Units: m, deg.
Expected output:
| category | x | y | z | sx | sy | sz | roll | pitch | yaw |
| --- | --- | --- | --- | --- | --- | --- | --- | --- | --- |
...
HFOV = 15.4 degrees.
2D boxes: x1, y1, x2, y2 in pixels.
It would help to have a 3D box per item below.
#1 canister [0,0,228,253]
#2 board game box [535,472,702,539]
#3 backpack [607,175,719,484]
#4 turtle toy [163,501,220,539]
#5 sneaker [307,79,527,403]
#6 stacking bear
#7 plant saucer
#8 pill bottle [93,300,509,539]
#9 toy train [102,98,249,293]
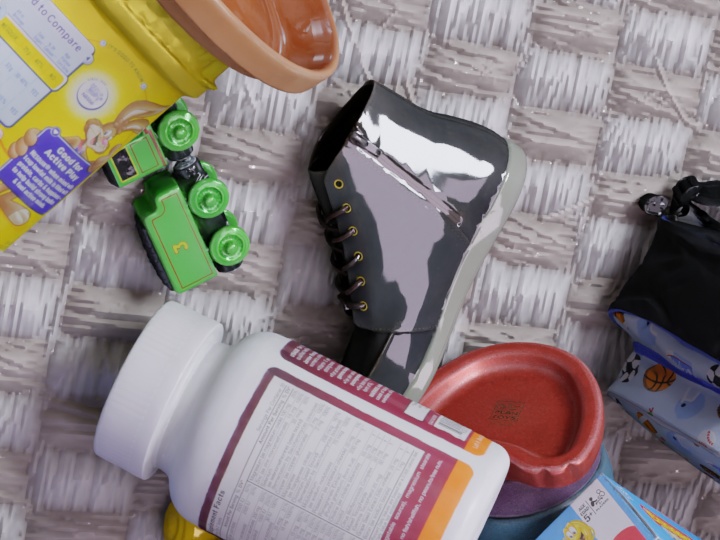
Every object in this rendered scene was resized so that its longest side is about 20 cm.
| category | x | y | z | sx | sy | sz | roll | pitch | yaw |
| --- | --- | --- | --- | --- | --- | --- | --- | --- | --- |
| canister | -0.184 | -0.092 | 1.292 | 0.200 | 0.087 | 0.149 | -40 | 116 | 6 |
| board game box | 0.128 | 0.230 | 1.490 | 0.200 | 0.056 | 0.196 | -46 | 139 | 8 |
| backpack | 0.252 | 0.063 | 1.532 | 0.190 | 0.200 | 0.155 | 24 | 98 | -37 |
| turtle toy | -0.044 | 0.215 | 1.469 | 0.145 | 0.101 | 0.201 | 10 | 100 | -29 |
| sneaker | 0.000 | 0.000 | 1.454 | 0.106 | 0.075 | 0.201 | 25 | 91 | -20 |
| stacking bear | 0.095 | 0.152 | 1.521 | 0.114 | 0.121 | 0.201 | -60 | 146 | -48 |
| plant saucer | -0.082 | -0.170 | 1.292 | 0.032 | 0.201 | 0.200 | -33 | 121 | 17 |
| pill bottle | -0.031 | 0.100 | 1.391 | 0.199 | 0.110 | 0.110 | 26 | 93 | 7 |
| toy train | -0.116 | -0.078 | 1.383 | 0.056 | 0.042 | 0.201 | -26 | 115 | -6 |
